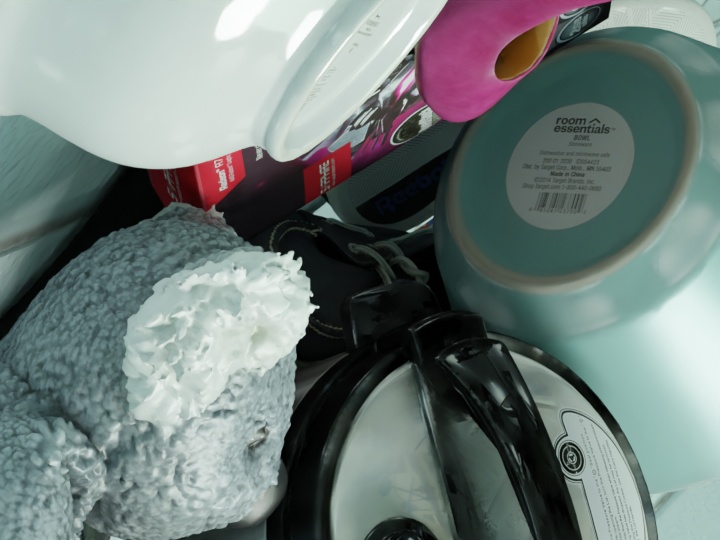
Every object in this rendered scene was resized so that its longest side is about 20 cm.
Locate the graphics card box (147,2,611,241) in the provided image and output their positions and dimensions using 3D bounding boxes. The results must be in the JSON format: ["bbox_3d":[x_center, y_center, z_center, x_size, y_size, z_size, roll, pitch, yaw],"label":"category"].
[{"bbox_3d":[0.008,-0.091,1.048,0.199,0.051,0.126,-33,163,-11],"label":"graphics card box"}]

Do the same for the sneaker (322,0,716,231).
[{"bbox_3d":[0.061,-0.093,1.294,0.199,0.073,0.112,-24,-155,-7],"label":"sneaker"}]

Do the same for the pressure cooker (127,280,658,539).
[{"bbox_3d":[0.018,0.117,1.056,0.200,0.176,0.179,-24,-147,54],"label":"pressure cooker"}]

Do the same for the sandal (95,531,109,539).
[{"bbox_3d":[-0.147,0.128,1.260,0.075,0.045,0.201,-101,-155,-48],"label":"sandal"}]

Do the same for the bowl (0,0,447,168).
[{"bbox_3d":[-0.027,-0.100,0.872,0.201,0.090,0.201,-47,171,-9],"label":"bowl"}]

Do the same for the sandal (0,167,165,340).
[{"bbox_3d":[-0.113,0.032,1.123,0.200,0.045,0.075,-53,148,10],"label":"sandal"}]

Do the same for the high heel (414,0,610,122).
[{"bbox_3d":[0.080,-0.092,0.928,0.067,0.096,0.200,-50,171,-34],"label":"high heel"}]

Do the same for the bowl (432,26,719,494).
[{"bbox_3d":[0.109,-0.019,1.119,0.201,0.201,0.105,-48,139,1],"label":"bowl"}]

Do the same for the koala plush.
[{"bbox_3d":[-0.097,0.061,0.954,0.200,0.184,0.177,-49,-168,-1],"label":"koala plush"}]

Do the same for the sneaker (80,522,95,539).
[{"bbox_3d":[-0.195,0.142,1.068,0.199,0.077,0.085,-35,180,-10],"label":"sneaker"}]

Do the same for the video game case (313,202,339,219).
[{"bbox_3d":[-0.077,0.045,1.463,0.182,0.023,0.200,-51,179,16],"label":"video game case"}]

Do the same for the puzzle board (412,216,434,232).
[{"bbox_3d":[0.074,0.002,1.254,0.150,0.017,0.200,-35,-153,11],"label":"puzzle board"}]

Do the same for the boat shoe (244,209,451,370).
[{"bbox_3d":[0.000,0.000,1.166,0.062,0.073,0.200,-22,170,18],"label":"boat shoe"}]
